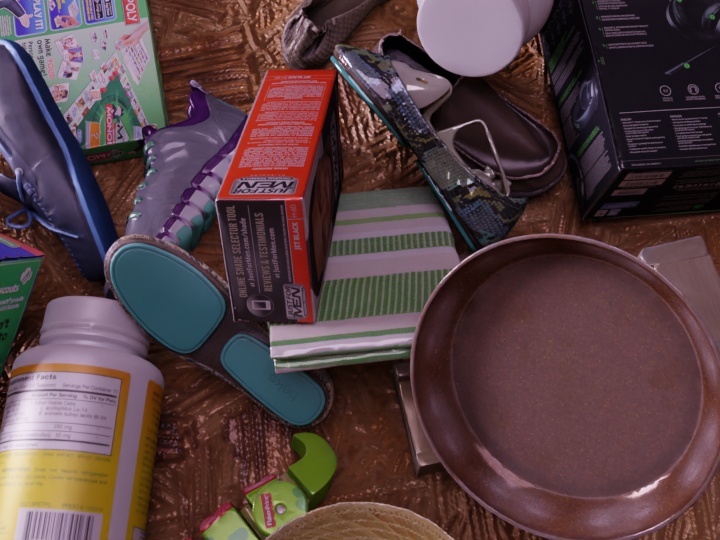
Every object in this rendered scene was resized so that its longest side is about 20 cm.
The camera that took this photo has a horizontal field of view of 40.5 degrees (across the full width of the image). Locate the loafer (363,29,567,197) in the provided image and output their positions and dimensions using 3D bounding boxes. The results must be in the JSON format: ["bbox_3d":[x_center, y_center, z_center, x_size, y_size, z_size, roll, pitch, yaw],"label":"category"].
[{"bbox_3d":[0.081,-0.130,0.810,0.199,0.071,0.073,30,71,10],"label":"loafer"}]

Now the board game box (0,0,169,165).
[{"bbox_3d":[-0.244,-0.186,0.850,0.133,0.029,0.202,-10,69,-5],"label":"board game box"}]

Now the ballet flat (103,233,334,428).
[{"bbox_3d":[-0.102,0.041,0.720,0.200,0.075,0.068,39,100,-15],"label":"ballet flat"}]

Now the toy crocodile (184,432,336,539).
[{"bbox_3d":[-0.092,0.194,0.686,0.200,0.068,0.062,-39,69,-17],"label":"toy crocodile"}]

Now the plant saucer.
[{"bbox_3d":[0.127,0.071,0.608,0.200,0.201,0.034,37,30,13],"label":"plant saucer"}]

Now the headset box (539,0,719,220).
[{"bbox_3d":[0.253,-0.155,0.802,0.173,0.093,0.202,-5,70,-10],"label":"headset box"}]

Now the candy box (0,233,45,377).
[{"bbox_3d":[-0.342,0.047,0.691,0.168,0.077,0.201,24,101,8],"label":"candy box"}]

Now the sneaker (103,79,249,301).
[{"bbox_3d":[-0.157,-0.061,0.778,0.087,0.074,0.201,33,62,1],"label":"sneaker"}]

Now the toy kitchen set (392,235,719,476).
[{"bbox_3d":[0.121,0.029,0.692,0.198,0.181,0.164,-12,68,-5],"label":"toy kitchen set"}]

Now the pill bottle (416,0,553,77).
[{"bbox_3d":[0.108,-0.247,0.799,0.112,0.113,0.201,17,46,6],"label":"pill bottle"}]

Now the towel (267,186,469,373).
[{"bbox_3d":[0.000,0.000,0.733,0.151,0.024,0.201,-6,35,-4],"label":"towel"}]

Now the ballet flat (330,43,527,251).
[{"bbox_3d":[0.060,-0.111,0.767,0.074,0.074,0.200,-39,96,-15],"label":"ballet flat"}]

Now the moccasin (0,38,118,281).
[{"bbox_3d":[-0.254,-0.079,0.772,0.068,0.080,0.201,-25,89,-1],"label":"moccasin"}]

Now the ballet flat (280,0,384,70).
[{"bbox_3d":[-0.005,-0.261,0.873,0.067,0.046,0.200,34,72,11],"label":"ballet flat"}]

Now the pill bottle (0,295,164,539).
[{"bbox_3d":[-0.199,0.125,0.688,0.108,0.109,0.202,3,69,1],"label":"pill bottle"}]

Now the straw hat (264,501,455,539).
[{"bbox_3d":[-0.003,0.259,0.652,0.199,0.085,0.203,-1,72,4],"label":"straw hat"}]

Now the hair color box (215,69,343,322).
[{"bbox_3d":[-0.052,-0.061,0.716,0.061,0.102,0.201,1,36,6],"label":"hair color box"}]
